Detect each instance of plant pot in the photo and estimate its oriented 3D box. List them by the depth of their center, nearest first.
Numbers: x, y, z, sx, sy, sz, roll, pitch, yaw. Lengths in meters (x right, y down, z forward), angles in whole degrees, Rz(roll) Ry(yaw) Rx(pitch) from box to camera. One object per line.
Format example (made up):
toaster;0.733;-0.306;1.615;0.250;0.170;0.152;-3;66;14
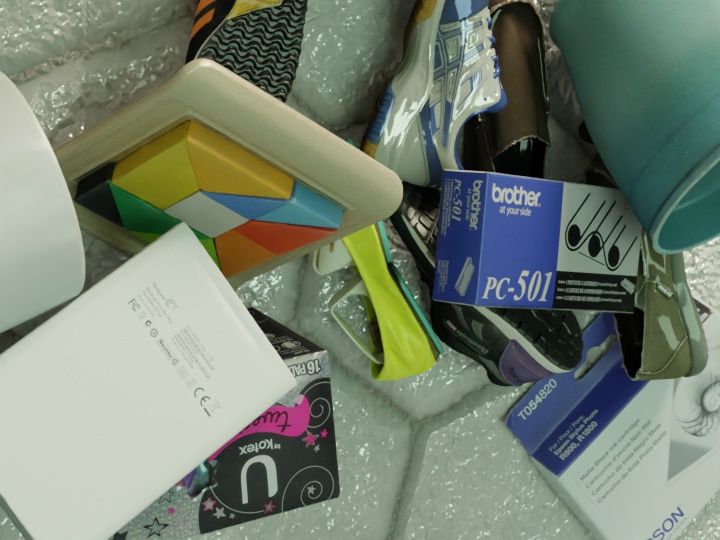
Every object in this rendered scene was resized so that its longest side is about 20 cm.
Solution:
plant pot;0.244;-0.148;1.318;0.199;0.188;0.200;-30;161;-12

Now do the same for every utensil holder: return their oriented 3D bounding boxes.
utensil holder;-0.292;-0.018;1.099;0.199;0.170;0.171;-23;114;-24

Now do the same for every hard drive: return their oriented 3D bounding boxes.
hard drive;-0.153;0.080;1.139;0.200;0.026;0.132;-38;98;-23

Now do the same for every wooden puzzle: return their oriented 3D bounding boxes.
wooden puzzle;-0.101;-0.049;1.194;0.185;0.200;0.037;30;51;-31

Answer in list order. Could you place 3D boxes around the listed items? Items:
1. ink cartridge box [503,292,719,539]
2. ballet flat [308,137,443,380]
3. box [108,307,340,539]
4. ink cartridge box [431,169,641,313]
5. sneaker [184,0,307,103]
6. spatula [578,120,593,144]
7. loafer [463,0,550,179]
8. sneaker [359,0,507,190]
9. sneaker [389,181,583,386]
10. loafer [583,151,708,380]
ink cartridge box;0.242;0.125;1.502;0.200;0.041;0.200;-46;120;-10
ballet flat;0.000;0.000;1.325;0.067;0.067;0.201;-25;117;-2
box;-0.131;0.114;1.242;0.199;0.132;0.115;-13;109;-24
ink cartridge box;0.134;-0.019;1.310;0.199;0.044;0.095;3;93;-48
sneaker;-0.079;-0.173;1.212;0.070;0.090;0.201;15;95;-22
spatula;0.260;-0.096;1.460;0.199;0.021;0.057;11;100;-30
loafer;0.118;-0.115;1.348;0.073;0.071;0.201;-13;110;-25
sneaker;0.072;-0.156;1.295;0.088;0.075;0.201;21;101;-4
sneaker;0.074;0.020;1.356;0.200;0.087;0.076;46;42;-20
loafer;0.217;0.000;1.421;0.069;0.075;0.201;-23;99;-16
